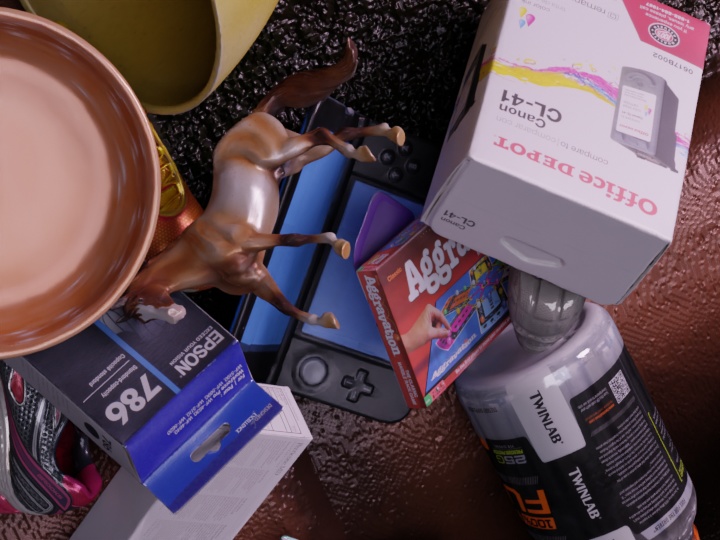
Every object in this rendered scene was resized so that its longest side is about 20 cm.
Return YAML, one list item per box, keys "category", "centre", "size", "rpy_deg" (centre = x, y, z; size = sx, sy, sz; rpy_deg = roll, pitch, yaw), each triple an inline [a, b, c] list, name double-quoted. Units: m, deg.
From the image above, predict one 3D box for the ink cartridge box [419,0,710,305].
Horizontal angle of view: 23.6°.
- category: "ink cartridge box"
  centre: [0.139, -0.098, 1.137]
  size: [0.147, 0.086, 0.200]
  rpy_deg: [22, 52, -7]

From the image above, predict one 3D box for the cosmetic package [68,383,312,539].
- category: "cosmetic package"
  centre: [-0.121, 0.153, 1.122]
  size: [0.082, 0.051, 0.200]
  rpy_deg: [12, 127, -39]

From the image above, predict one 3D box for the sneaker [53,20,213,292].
- category: "sneaker"
  centre: [-0.152, -0.065, 1.082]
  size: [0.200, 0.077, 0.073]
  rpy_deg: [48, 55, -13]

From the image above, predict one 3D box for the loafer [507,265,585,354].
- category: "loafer"
  centre: [0.140, -0.032, 1.194]
  size: [0.070, 0.070, 0.200]
  rpy_deg: [19, 54, 6]

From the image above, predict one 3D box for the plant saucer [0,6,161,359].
- category: "plant saucer"
  centre: [-0.216, -0.050, 0.989]
  size: [0.200, 0.037, 0.201]
  rpy_deg: [-1, 95, -14]

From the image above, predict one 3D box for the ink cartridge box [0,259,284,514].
- category: "ink cartridge box"
  centre: [-0.148, 0.044, 1.034]
  size: [0.200, 0.039, 0.099]
  rpy_deg: [39, 64, 13]

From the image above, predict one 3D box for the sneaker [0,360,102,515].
- category: "sneaker"
  centre: [-0.206, 0.057, 1.112]
  size: [0.075, 0.081, 0.201]
  rpy_deg: [-1, 100, 26]

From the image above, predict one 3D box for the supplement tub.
- category: "supplement tub"
  centre: [0.160, 0.133, 1.224]
  size: [0.122, 0.122, 0.200]
  rpy_deg: [-31, 105, -10]

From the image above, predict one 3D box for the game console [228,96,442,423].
- category: "game console"
  centre: [0.000, 0.000, 1.158]
  size: [0.170, 0.118, 0.200]
  rpy_deg: [19, 93, -18]

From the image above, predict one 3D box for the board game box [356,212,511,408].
- category: "board game box"
  centre: [0.074, -0.003, 1.170]
  size: [0.200, 0.019, 0.103]
  rpy_deg: [-41, 117, -43]

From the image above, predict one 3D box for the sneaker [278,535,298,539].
- category: "sneaker"
  centre: [-0.026, 0.222, 1.214]
  size: [0.200, 0.075, 0.089]
  rpy_deg: [-20, 92, -12]

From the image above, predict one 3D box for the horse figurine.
- category: "horse figurine"
  centre: [-0.054, -0.044, 1.034]
  size: [0.050, 0.132, 0.200]
  rpy_deg: [53, 50, -55]

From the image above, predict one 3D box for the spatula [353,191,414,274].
- category: "spatula"
  centre: [0.060, 0.000, 1.186]
  size: [0.200, 0.021, 0.057]
  rpy_deg: [23, 86, -44]

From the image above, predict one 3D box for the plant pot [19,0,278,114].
- category: "plant pot"
  centre: [-0.114, -0.218, 1.070]
  size: [0.142, 0.200, 0.200]
  rpy_deg: [-41, 109, -34]
